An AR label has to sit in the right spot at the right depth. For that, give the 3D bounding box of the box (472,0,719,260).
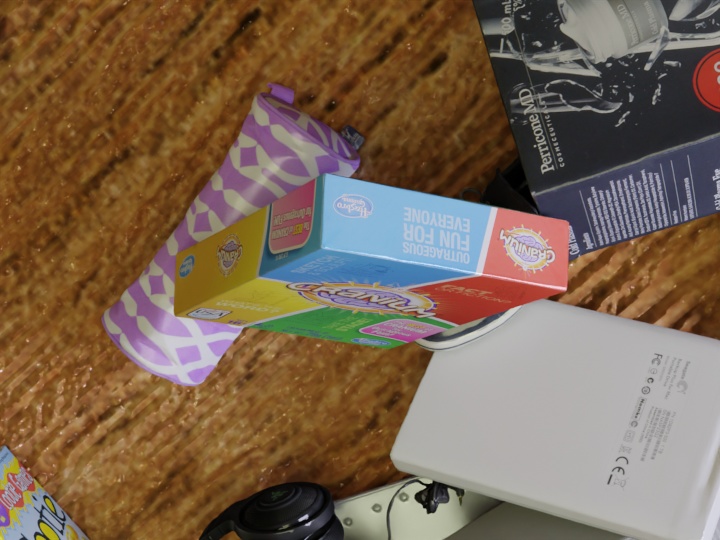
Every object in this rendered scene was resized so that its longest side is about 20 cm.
[{"bbox_3d":[0.165,-0.133,0.946,0.181,0.104,0.201,-18,65,8],"label":"box"}]

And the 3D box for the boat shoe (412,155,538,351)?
[{"bbox_3d":[0.098,-0.031,1.027,0.200,0.062,0.075,-43,51,7],"label":"boat shoe"}]

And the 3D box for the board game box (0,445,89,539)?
[{"bbox_3d":[-0.219,0.235,1.096,0.103,0.105,0.200,-40,97,10],"label":"board game box"}]

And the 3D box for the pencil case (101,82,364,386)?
[{"bbox_3d":[-0.085,-0.023,1.047,0.085,0.084,0.200,43,102,34],"label":"pencil case"}]

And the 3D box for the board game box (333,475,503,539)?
[{"bbox_3d":[0.059,0.231,1.115,0.199,0.026,0.201,-18,99,7],"label":"board game box"}]

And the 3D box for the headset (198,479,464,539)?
[{"bbox_3d":[-0.022,0.184,1.074,0.200,0.094,0.124,-33,102,25],"label":"headset"}]

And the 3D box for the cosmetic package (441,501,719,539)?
[{"bbox_3d":[0.163,0.173,1.028,0.199,0.090,0.107,-28,128,-2],"label":"cosmetic package"}]

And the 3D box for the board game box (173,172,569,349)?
[{"bbox_3d":[0.000,0.000,0.935,0.152,0.200,0.041,10,74,-26],"label":"board game box"}]

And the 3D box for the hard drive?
[{"bbox_3d":[0.133,0.086,1.005,0.199,0.026,0.132,13,63,26],"label":"hard drive"}]
